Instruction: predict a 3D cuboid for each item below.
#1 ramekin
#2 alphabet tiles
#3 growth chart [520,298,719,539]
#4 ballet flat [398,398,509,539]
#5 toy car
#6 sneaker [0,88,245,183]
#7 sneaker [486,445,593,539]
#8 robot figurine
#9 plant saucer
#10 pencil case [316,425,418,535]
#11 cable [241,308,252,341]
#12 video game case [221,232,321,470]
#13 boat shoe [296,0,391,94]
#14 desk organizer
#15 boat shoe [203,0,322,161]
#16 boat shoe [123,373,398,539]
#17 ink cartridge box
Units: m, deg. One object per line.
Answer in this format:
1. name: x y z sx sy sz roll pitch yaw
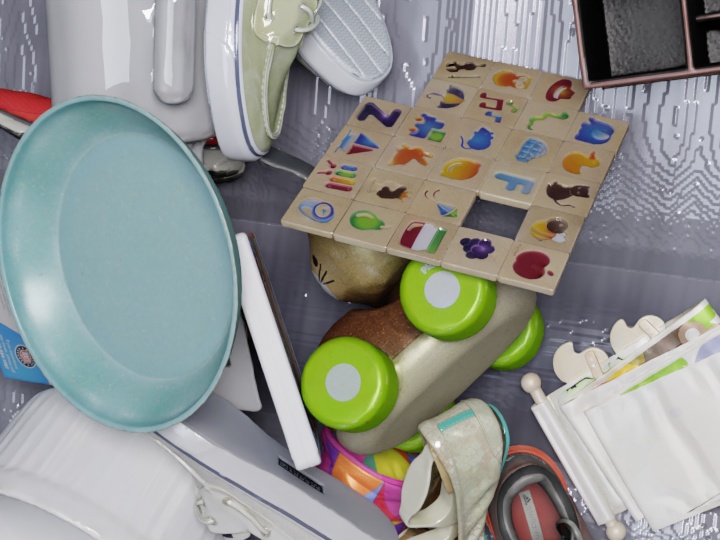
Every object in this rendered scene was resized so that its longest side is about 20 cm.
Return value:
1. ramekin: -0.173 0.170 1.073 0.199 0.098 0.201 22 148 15
2. alphabet tiles: 0.067 -0.069 0.953 0.166 0.200 0.008 14 134 17
3. growth chart: 0.213 0.092 1.010 0.199 0.018 0.146 -22 90 21
4. ballet flat: 0.050 0.163 1.020 0.068 0.062 0.201 50 146 44
5. toy car: 0.000 0.000 0.999 0.158 0.164 0.200 -43 69 6
6. sneaker: -0.166 -0.112 1.096 0.198 0.077 0.086 9 84 12
7. sneaker: 0.132 0.213 1.014 0.077 0.082 0.201 -27 89 -2
8. robot figurine: -0.141 -0.148 0.985 0.169 0.112 0.202 21 115 59
9. plant saucer: -0.137 -0.005 0.929 0.199 0.036 0.202 11 108 35
10. pencil case: -0.027 0.202 1.081 0.088 0.088 0.201 31 107 13
11. cable: -0.150 0.017 1.109 0.200 0.050 0.097 49 117 5
12. video game case: -0.056 0.045 1.008 0.017 0.200 0.144 -18 92 -2
13. boat shoe: -0.055 -0.194 1.037 0.200 0.072 0.062 53 141 5
14. desk organizer: 0.230 -0.154 0.933 0.198 0.077 0.072 -5 97 20
15. boat shoe: -0.055 -0.166 0.949 0.062 0.072 0.202 4 97 15
16. boat shoe: -0.074 0.141 0.993 0.199 0.071 0.070 34 105 -11
17. ink cartridge box: -0.151 0.020 1.036 0.198 0.068 0.117 7 128 21
